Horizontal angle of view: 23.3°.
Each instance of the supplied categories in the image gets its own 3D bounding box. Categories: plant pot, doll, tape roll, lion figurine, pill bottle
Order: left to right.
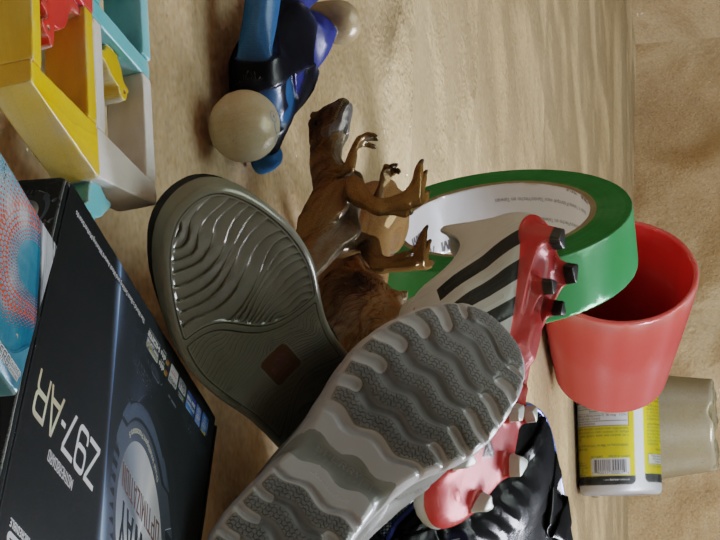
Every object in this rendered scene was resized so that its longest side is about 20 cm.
[{"bbox_3d":[-0.047,-0.126,1.016,0.200,0.048,0.137,-65,159,-52],"label":"doll"},{"bbox_3d":[0.000,0.000,1.063,0.123,0.072,0.201,110,-13,-47],"label":"lion figurine"},{"bbox_3d":[0.101,-0.018,1.270,0.201,0.199,0.048,-62,146,-64],"label":"tape roll"},{"bbox_3d":[0.315,0.065,2.159,0.201,0.199,0.178,-76,167,-49],"label":"plant pot"},{"bbox_3d":[0.355,0.208,2.402,0.114,0.114,0.201,29,60,-73],"label":"pill bottle"},{"bbox_3d":[0.427,0.229,2.542,0.200,0.182,0.202,-3,90,-76],"label":"plant pot"}]

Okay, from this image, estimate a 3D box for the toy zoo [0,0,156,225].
[{"bbox_3d":[-0.121,-0.112,0.733,0.131,0.020,0.201,52,30,-65],"label":"toy zoo"}]

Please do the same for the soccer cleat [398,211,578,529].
[{"bbox_3d":[0.053,0.050,0.926,0.069,0.085,0.201,62,40,-44],"label":"soccer cleat"}]

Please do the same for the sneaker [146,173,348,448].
[{"bbox_3d":[-0.068,0.012,0.830,0.106,0.075,0.200,41,-14,39],"label":"sneaker"}]

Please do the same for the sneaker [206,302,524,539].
[{"bbox_3d":[-0.006,0.088,0.829,0.075,0.200,0.082,50,-23,3],"label":"sneaker"}]

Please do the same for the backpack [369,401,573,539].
[{"bbox_3d":[0.025,0.160,0.990,0.200,0.146,0.184,-41,130,-43],"label":"backpack"}]

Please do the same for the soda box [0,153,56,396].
[{"bbox_3d":[-0.160,-0.042,0.506,0.200,0.068,0.064,68,23,-49],"label":"soda box"}]

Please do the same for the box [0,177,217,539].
[{"bbox_3d":[-0.117,0.084,0.707,0.200,0.043,0.161,68,23,-53],"label":"box"}]

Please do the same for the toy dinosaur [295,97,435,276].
[{"bbox_3d":[-0.016,-0.020,0.984,0.200,0.106,0.061,-72,156,-49],"label":"toy dinosaur"}]
